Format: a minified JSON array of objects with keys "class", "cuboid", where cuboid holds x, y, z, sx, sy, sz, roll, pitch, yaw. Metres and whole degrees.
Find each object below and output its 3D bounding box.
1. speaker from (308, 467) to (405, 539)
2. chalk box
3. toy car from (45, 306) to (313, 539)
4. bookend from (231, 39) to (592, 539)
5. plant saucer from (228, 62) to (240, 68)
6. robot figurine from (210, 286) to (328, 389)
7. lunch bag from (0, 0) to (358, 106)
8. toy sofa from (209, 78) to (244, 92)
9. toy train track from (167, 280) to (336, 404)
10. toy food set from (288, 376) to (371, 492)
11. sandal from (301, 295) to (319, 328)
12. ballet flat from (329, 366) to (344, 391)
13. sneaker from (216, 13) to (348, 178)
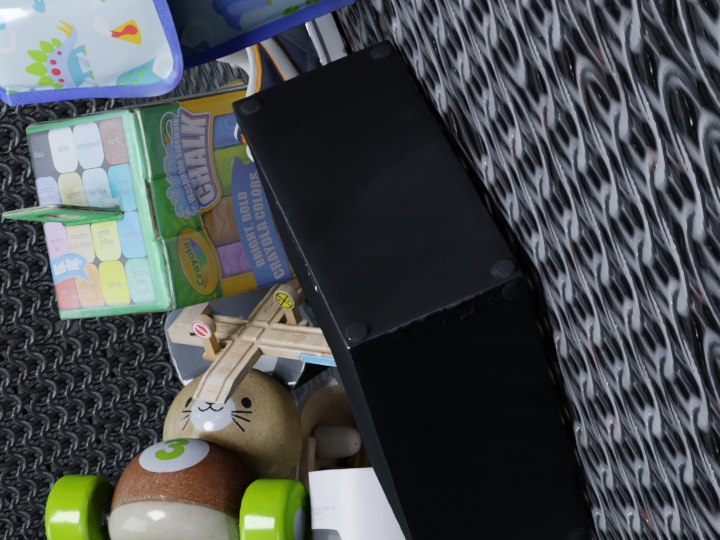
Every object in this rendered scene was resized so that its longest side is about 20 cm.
[{"class":"speaker","cuboid":[0.012,0.218,1.590,0.081,0.081,0.201,133,135,-83]},{"class":"chalk box","cuboid":[-0.116,-0.041,1.565,0.124,0.199,0.125,-4,99,52]},{"class":"toy car","cuboid":[-0.091,0.109,1.682,0.158,0.163,0.201,55,-141,-57]},{"class":"bookend","cuboid":[0.026,0.027,1.327,0.199,0.092,0.201,-117,7,-47]},{"class":"plant saucer","cuboid":[-0.078,-0.187,1.652,0.200,0.050,0.201,158,90,-84]},{"class":"robot figurine","cuboid":[-0.061,-0.013,1.785,0.201,0.149,0.125,73,-151,-41]},{"class":"lunch bag","cuboid":[-0.119,-0.189,1.324,0.128,0.199,0.171,-121,11,-53]},{"class":"toy sofa","cuboid":[-0.089,-0.063,2.002,0.098,0.083,0.200,66,175,-27]},{"class":"toy train track","cuboid":[-0.032,0.035,1.550,0.199,0.115,0.033,7,132,32]},{"class":"toy food set","cuboid":[0.004,0.186,1.770,0.143,0.060,0.201,36,-124,-61]},{"class":"sandal","cuboid":[0.029,0.053,1.585,0.200,0.045,0.075,31,162,49]},{"class":"ballet flat","cuboid":[0.000,0.000,1.670,0.066,0.057,0.201,45,153,38]},{"class":"sneaker","cuboid":[-0.023,-0.064,1.496,0.078,0.079,0.201,98,148,-75]}]
